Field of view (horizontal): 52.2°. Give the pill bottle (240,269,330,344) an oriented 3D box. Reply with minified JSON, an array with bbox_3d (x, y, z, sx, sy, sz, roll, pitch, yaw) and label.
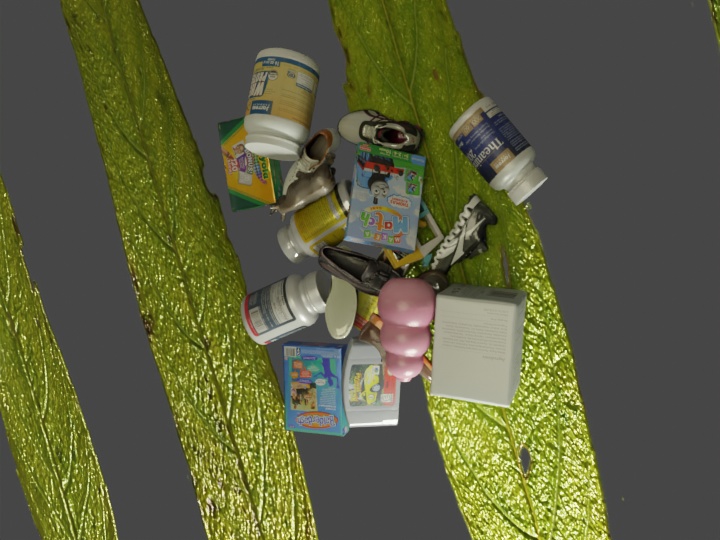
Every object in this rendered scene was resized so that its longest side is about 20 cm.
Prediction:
[{"bbox_3d":[-0.159,0.078,1.649,0.196,0.119,0.122,-23,89,20],"label":"pill bottle"}]

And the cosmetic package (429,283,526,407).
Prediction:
[{"bbox_3d":[0.241,0.145,1.487,0.162,0.167,0.206,6,98,19],"label":"cosmetic package"}]

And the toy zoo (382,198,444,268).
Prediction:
[{"bbox_3d":[0.090,-0.096,1.549,0.129,0.020,0.203,-29,87,-18],"label":"toy zoo"}]

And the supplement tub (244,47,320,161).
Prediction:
[{"bbox_3d":[-0.169,-0.350,1.566,0.141,0.144,0.206,8,83,18],"label":"supplement tub"}]

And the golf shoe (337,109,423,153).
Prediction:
[{"bbox_3d":[0.035,-0.297,1.552,0.195,0.088,0.079,12,102,19],"label":"golf shoe"}]

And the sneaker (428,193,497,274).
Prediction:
[{"bbox_3d":[0.216,-0.050,1.526,0.090,0.066,0.203,34,105,14],"label":"sneaker"}]

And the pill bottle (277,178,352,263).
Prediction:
[{"bbox_3d":[-0.081,-0.102,1.603,0.197,0.112,0.114,-31,86,20],"label":"pill bottle"}]

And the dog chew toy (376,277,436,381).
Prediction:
[{"bbox_3d":[0.092,0.119,1.469,0.121,0.124,0.206,3,93,19],"label":"dog chew toy"}]

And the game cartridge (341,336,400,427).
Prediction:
[{"bbox_3d":[0.023,0.245,1.611,0.129,0.041,0.206,0,103,-8],"label":"game cartridge"}]

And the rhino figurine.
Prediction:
[{"bbox_3d":[-0.127,-0.168,1.569,0.197,0.089,0.060,-29,122,29],"label":"rhino figurine"}]

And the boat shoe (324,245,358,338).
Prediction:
[{"bbox_3d":[-0.036,0.052,1.594,0.070,0.060,0.207,-2,71,11],"label":"boat shoe"}]

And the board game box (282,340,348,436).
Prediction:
[{"bbox_3d":[-0.103,0.270,1.691,0.148,0.045,0.206,2,97,19],"label":"board game box"}]

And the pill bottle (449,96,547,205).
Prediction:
[{"bbox_3d":[0.276,-0.233,1.458,0.111,0.111,0.201,-41,82,19],"label":"pill bottle"}]

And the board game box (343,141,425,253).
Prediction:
[{"bbox_3d":[0.052,-0.150,1.519,0.147,0.037,0.206,10,78,-12],"label":"board game box"}]

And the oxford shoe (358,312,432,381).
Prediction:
[{"bbox_3d":[0.082,0.179,1.558,0.199,0.071,0.073,40,89,-1],"label":"oxford shoe"}]

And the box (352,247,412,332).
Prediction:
[{"bbox_3d":[0.044,0.039,1.607,0.074,0.050,0.203,32,107,12],"label":"box"}]

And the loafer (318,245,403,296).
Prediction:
[{"bbox_3d":[0.000,0.000,1.541,0.196,0.063,0.073,21,74,8],"label":"loafer"}]

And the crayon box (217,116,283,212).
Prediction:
[{"bbox_3d":[-0.247,-0.244,1.673,0.116,0.058,0.206,-8,94,21],"label":"crayon box"}]

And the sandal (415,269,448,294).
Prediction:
[{"bbox_3d":[0.116,0.079,1.559,0.081,0.055,0.200,30,120,-29],"label":"sandal"}]

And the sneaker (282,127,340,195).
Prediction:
[{"bbox_3d":[-0.123,-0.228,1.618,0.072,0.084,0.202,36,108,10],"label":"sneaker"}]
